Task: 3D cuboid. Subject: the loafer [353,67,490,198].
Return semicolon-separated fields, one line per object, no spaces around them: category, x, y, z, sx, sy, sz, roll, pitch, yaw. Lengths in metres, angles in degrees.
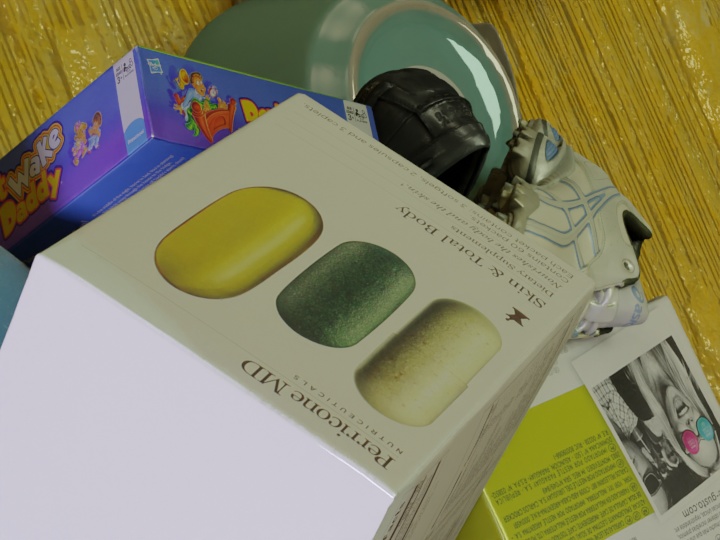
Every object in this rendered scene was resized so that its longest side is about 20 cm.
loafer;0.000;0.000;0.976;0.068;0.201;0.070;-6;41;-46

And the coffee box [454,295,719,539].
coffee box;0.069;0.157;1.015;0.200;0.199;0.198;-18;81;-49

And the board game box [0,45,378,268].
board game box;-0.104;-0.023;0.941;0.134;0.200;0.045;11;58;-42

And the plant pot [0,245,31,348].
plant pot;-0.230;0.075;0.809;0.141;0.141;0.200;40;51;-22

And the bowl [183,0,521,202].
bowl;0.009;-0.071;1.077;0.200;0.105;0.202;15;64;-34

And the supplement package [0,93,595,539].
supplement package;-0.034;0.056;0.786;0.151;0.151;0.200;33;31;11

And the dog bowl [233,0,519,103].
dog bowl;0.006;-0.115;1.214;0.200;0.059;0.201;23;54;-35

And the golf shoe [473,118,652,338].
golf shoe;0.093;0.001;0.948;0.097;0.078;0.200;31;34;-3
